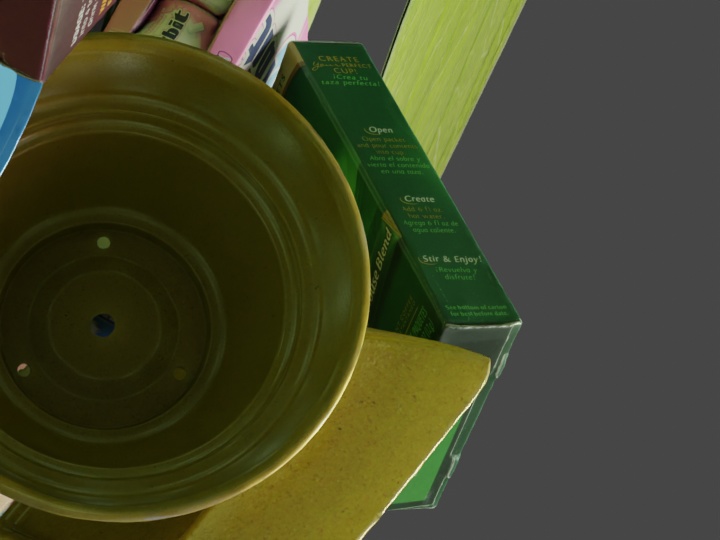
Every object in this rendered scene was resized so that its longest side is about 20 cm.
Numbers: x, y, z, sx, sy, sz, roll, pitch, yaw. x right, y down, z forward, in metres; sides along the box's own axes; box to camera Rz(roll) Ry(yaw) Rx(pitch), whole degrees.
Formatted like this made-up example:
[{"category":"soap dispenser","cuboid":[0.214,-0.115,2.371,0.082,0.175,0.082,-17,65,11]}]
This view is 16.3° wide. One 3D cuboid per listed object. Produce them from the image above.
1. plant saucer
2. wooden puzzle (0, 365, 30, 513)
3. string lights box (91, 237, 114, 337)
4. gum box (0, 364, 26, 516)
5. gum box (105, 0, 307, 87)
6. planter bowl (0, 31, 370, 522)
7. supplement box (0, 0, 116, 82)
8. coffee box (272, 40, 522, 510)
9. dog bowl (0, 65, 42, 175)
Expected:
[{"category":"plant saucer","cuboid":[-0.069,0.085,1.060,0.200,0.048,0.200,-51,-151,-19]},{"category":"wooden puzzle","cuboid":[-0.196,0.106,1.189,0.185,0.037,0.200,-48,178,-8]},{"category":"string lights box","cuboid":[-0.124,-0.001,1.196,0.059,0.103,0.200,-59,173,-13]},{"category":"gum box","cuboid":[-0.134,0.076,1.404,0.200,0.113,0.066,-59,173,-32]},{"category":"gum box","cuboid":[-0.080,-0.097,1.236,0.114,0.066,0.200,-62,175,-13]},{"category":"planter bowl","cuboid":[-0.101,0.012,1.012,0.201,0.200,0.083,-60,180,-22]},{"category":"supplement box","cuboid":[-0.088,-0.160,0.744,0.200,0.110,0.086,-57,171,-45]},{"category":"coffee box","cuboid":[0.000,0.000,1.164,0.200,0.044,0.123,63,-37,40]},{"category":"dog bowl","cuboid":[-0.178,-0.021,0.896,0.201,0.049,0.111,-61,174,-6]}]
